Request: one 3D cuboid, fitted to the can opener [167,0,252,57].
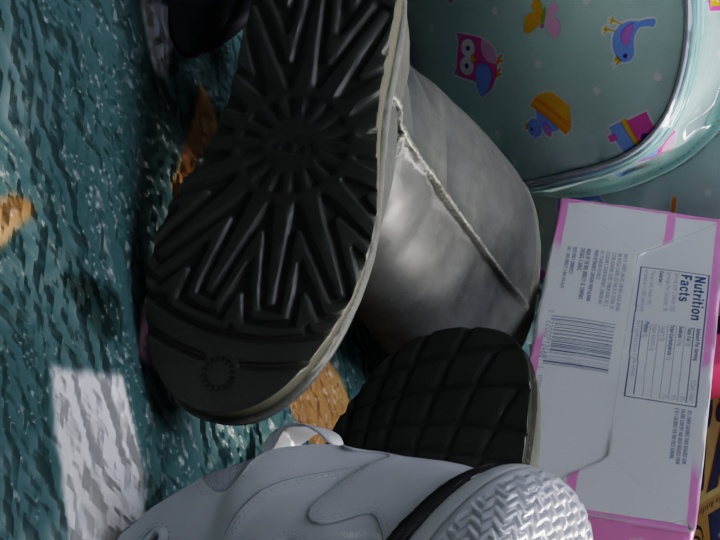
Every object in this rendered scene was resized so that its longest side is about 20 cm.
[{"bbox_3d":[-0.001,-0.155,0.953,0.063,0.200,0.079,25,26,-6],"label":"can opener"}]

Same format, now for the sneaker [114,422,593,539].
[{"bbox_3d":[-0.025,0.132,0.818,0.200,0.115,0.075,-60,139,-15],"label":"sneaker"}]

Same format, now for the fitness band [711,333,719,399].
[{"bbox_3d":[0.156,-0.035,1.276,0.037,0.144,0.200,47,33,-43],"label":"fitness band"}]

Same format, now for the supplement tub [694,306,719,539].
[{"bbox_3d":[0.203,0.114,1.279,0.144,0.144,0.200,48,32,-47],"label":"supplement tub"}]

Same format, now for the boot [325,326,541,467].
[{"bbox_3d":[0.032,0.127,0.947,0.131,0.068,0.200,36,61,-61],"label":"boot"}]

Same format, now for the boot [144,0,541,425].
[{"bbox_3d":[0.002,0.001,0.991,0.200,0.072,0.182,68,39,-62],"label":"boot"}]

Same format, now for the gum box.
[{"bbox_3d":[0.089,0.071,1.079,0.200,0.066,0.114,-74,171,-54],"label":"gum box"}]

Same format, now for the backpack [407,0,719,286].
[{"bbox_3d":[0.113,-0.088,1.180,0.153,0.176,0.200,-18,92,-52],"label":"backpack"}]
